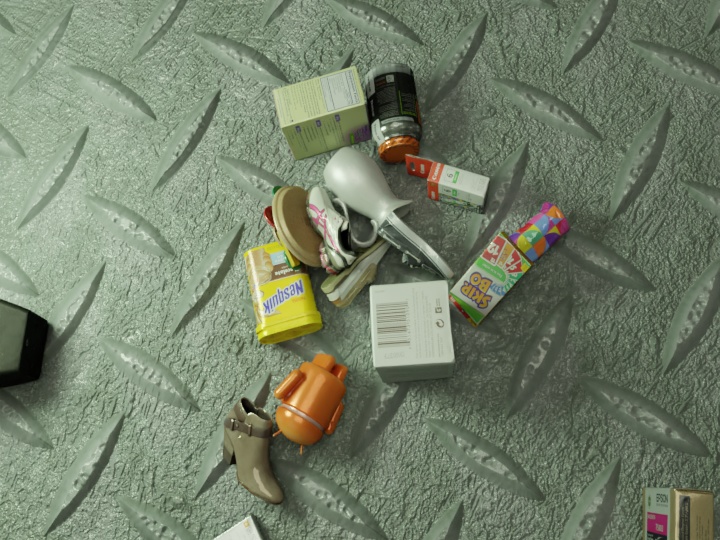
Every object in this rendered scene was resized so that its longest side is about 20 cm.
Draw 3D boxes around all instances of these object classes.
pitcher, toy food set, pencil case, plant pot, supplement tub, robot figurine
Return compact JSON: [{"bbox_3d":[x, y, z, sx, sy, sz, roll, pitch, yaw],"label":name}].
[{"bbox_3d":[-0.004,-0.164,1.635,0.200,0.122,0.171,43,67,7],"label":"pitcher"},{"bbox_3d":[-0.132,-0.099,1.614,0.048,0.196,0.204,-27,83,32],"label":"toy food set"},{"bbox_3d":[0.361,-0.059,1.588,0.198,0.089,0.089,-38,74,-5],"label":"pencil case"},{"bbox_3d":[-0.810,0.160,1.617,0.172,0.200,0.206,3,75,-5],"label":"plant pot"},{"bbox_3d":[0.077,-0.363,1.682,0.119,0.123,0.206,-8,73,4],"label":"supplement tub"},{"bbox_3d":[-0.106,0.275,1.528,0.114,0.145,0.203,22,71,22],"label":"robot figurine"}]

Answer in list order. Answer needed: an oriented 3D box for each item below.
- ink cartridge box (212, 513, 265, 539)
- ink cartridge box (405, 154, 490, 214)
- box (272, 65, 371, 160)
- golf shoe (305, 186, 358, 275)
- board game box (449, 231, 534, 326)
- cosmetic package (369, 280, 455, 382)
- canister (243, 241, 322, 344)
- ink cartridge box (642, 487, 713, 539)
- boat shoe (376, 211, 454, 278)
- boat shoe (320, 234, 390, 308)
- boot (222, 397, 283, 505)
[{"bbox_3d":[-0.261,0.644,1.490,0.197,0.044,0.201,-30,74,-4],"label":"ink cartridge box"},{"bbox_3d":[0.188,-0.192,1.629,0.195,0.109,0.052,18,77,11],"label":"ink cartridge box"},{"bbox_3d":[-0.084,-0.357,1.670,0.194,0.176,0.099,-15,74,2],"label":"box"},{"bbox_3d":[-0.057,-0.098,1.589,0.091,0.072,0.205,-29,71,30],"label":"golf shoe"},{"bbox_3d":[0.271,0.024,1.549,0.096,0.030,0.201,47,123,17],"label":"board game box"},{"bbox_3d":[0.109,0.131,1.504,0.160,0.200,0.170,-4,74,6],"label":"cosmetic package"},{"bbox_3d":[-0.176,0.044,1.621,0.144,0.087,0.205,-15,72,1],"label":"canister"},{"bbox_3d":[0.585,0.492,1.352,0.073,0.200,0.170,4,74,7],"label":"ink cartridge box"},{"bbox_3d":[0.120,-0.039,1.596,0.199,0.072,0.068,40,99,-16],"label":"boat shoe"},{"bbox_3d":[0.000,0.000,1.623,0.199,0.074,0.069,-43,109,-18],"label":"boat shoe"},{"bbox_3d":[-0.215,0.370,1.519,0.198,0.070,0.149,33,111,22],"label":"boot"}]
